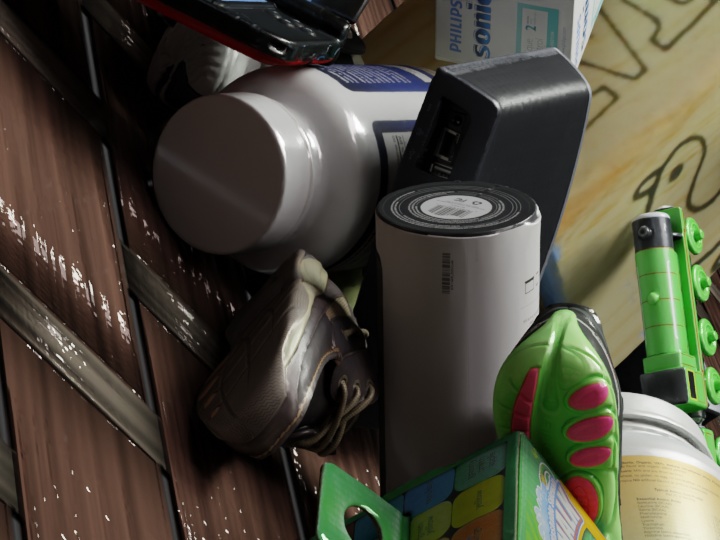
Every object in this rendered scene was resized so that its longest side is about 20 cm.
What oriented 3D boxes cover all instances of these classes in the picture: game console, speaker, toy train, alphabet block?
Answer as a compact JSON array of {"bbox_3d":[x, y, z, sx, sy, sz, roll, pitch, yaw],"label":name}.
[{"bbox_3d":[-0.084,-0.198,1.507,0.200,0.119,0.172,27,10,10],"label":"game console"},{"bbox_3d":[0.049,0.063,1.438,0.081,0.081,0.200,-84,173,-69],"label":"speaker"},{"bbox_3d":[0.181,0.057,1.669,0.056,0.042,0.200,18,62,-60],"label":"toy train"},{"bbox_3d":[0.127,-0.085,1.787,0.196,0.200,0.195,39,-15,29],"label":"alphabet block"}]

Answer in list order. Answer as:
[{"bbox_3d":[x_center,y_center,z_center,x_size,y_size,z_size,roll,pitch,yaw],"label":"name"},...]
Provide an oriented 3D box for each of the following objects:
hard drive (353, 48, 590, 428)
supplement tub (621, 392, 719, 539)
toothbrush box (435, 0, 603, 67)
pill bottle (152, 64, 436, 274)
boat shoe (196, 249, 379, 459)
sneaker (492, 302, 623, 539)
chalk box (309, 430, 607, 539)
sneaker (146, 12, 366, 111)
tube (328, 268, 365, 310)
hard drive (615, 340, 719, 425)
[{"bbox_3d":[0.056,-0.014,1.536,0.042,0.200,0.135,28,22,26],"label":"hard drive"},{"bbox_3d":[0.139,0.176,1.526,0.144,0.144,0.200,47,24,-37],"label":"supplement tub"},{"bbox_3d":[0.108,-0.227,1.661,0.146,0.085,0.200,90,19,-46],"label":"toothbrush box"},{"bbox_3d":[-0.021,-0.054,1.554,0.200,0.111,0.111,-6,63,-59],"label":"pill bottle"},{"bbox_3d":[-0.024,0.047,1.405,0.073,0.074,0.200,41,17,-7],"label":"boat shoe"},{"bbox_3d":[0.096,0.102,1.383,0.084,0.077,0.200,-69,168,-53],"label":"sneaker"},{"bbox_3d":[0.050,0.165,1.300,0.200,0.124,0.125,52,21,-23],"label":"chalk box"},{"bbox_3d":[-0.047,-0.116,1.643,0.130,0.080,0.199,29,12,-14],"label":"sneaker"},{"bbox_3d":[0.000,0.000,1.680,0.058,0.052,0.200,17,31,-13],"label":"tube"},{"bbox_3d":[0.135,0.041,1.867,0.042,0.135,0.200,34,26,-51],"label":"hard drive"}]
